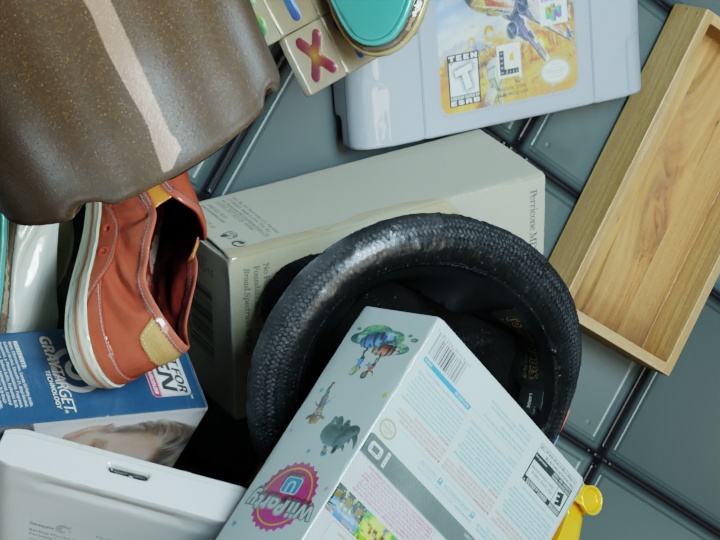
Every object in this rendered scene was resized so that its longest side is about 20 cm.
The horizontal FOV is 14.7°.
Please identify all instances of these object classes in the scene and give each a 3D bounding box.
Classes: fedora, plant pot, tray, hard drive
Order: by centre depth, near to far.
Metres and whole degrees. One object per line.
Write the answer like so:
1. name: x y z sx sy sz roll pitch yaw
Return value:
1. plant pot: -0.146 -0.141 1.306 0.200 0.200 0.199 -34 112 -21
2. hard drive: -0.125 0.168 1.442 0.200 0.132 0.026 98 8 -47
3. fedora: 0.015 0.044 1.470 0.200 0.092 0.201 -12 117 -24
4. tray: 0.187 -0.049 1.684 0.099 0.037 0.200 30 86 -34

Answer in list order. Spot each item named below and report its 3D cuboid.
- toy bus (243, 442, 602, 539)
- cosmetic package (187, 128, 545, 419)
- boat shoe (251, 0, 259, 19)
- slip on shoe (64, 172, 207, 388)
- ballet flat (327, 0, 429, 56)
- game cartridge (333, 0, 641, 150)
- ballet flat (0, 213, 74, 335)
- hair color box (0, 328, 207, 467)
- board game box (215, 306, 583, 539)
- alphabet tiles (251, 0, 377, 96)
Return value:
1. toy bus: 0.039 0.122 1.585 0.200 0.136 0.192 33 70 -30
2. cosmetic package: 0.000 0.000 1.545 0.200 0.073 0.104 -16 121 -25
3. boat shoe: -0.128 -0.193 1.430 0.200 0.070 0.071 59 44 -12
4. slip on shoe: -0.106 -0.030 1.444 0.074 0.061 0.200 54 32 -47
5. ballet flat: 0.008 -0.207 1.470 0.063 0.069 0.200 15 65 -69
6. game cartridge: 0.073 -0.150 1.590 0.200 0.042 0.133 -14 112 -29
7. ballet flat: -0.174 -0.051 1.449 0.069 0.069 0.200 0 105 -32
8. hair color box: -0.190 0.084 1.437 0.200 0.061 0.100 -5 145 -31
9. board game box: 0.009 0.141 1.375 0.148 0.064 0.200 48 63 -35
10. alphabet tiles: -0.042 -0.198 1.463 0.166 0.006 0.200 -33 100 -46
